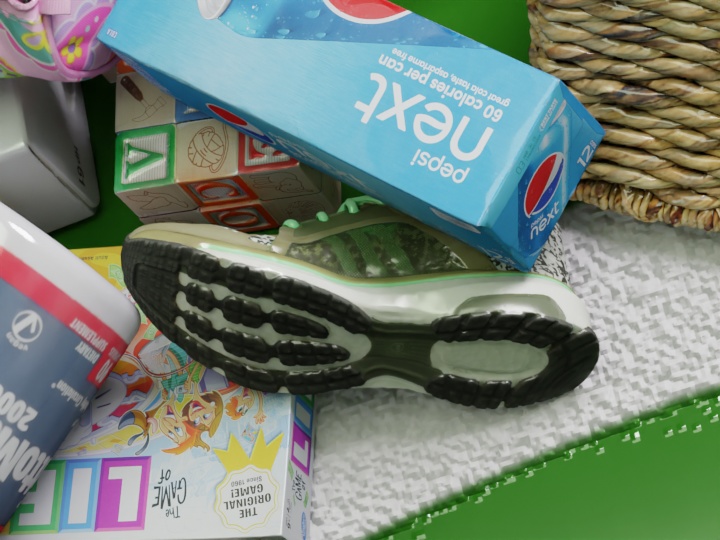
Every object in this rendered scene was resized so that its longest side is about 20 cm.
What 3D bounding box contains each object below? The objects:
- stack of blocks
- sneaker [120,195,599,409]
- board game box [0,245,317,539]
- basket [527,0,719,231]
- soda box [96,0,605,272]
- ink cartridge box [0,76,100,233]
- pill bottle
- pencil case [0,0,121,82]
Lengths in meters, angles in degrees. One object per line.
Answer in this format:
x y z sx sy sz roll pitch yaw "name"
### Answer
-0.071 -0.118 1.192 0.114 0.059 0.202 -8 67 17 "stack of blocks"
0.000 0.000 1.100 0.198 0.077 0.089 10 47 -6 "sneaker"
-0.116 0.058 1.150 0.198 0.034 0.136 -4 68 18 "board game box"
0.177 -0.108 1.089 0.199 0.150 0.143 12 40 23 "basket"
-0.006 -0.076 1.076 0.199 0.064 0.068 27 85 27 "soda box"
-0.232 -0.070 1.216 0.199 0.085 0.145 -19 64 10 "ink cartridge box"
-0.191 0.067 1.086 0.119 0.120 0.201 31 82 27 "pill bottle"
-0.195 -0.125 1.130 0.198 0.087 0.088 6 71 21 "pencil case"
